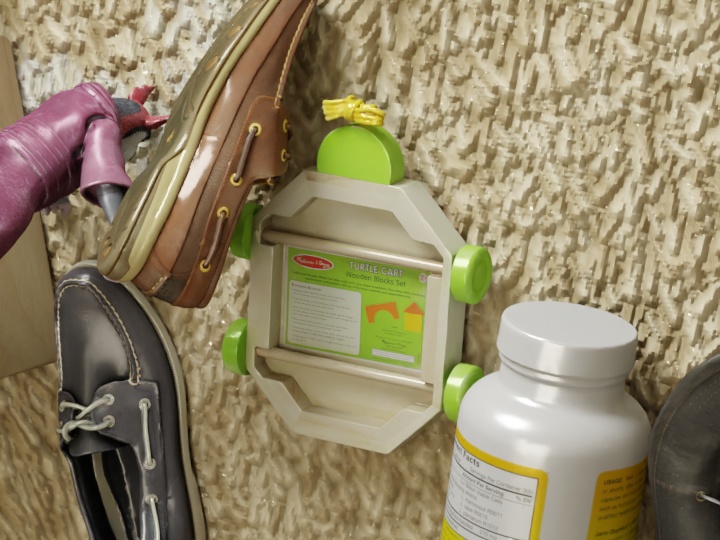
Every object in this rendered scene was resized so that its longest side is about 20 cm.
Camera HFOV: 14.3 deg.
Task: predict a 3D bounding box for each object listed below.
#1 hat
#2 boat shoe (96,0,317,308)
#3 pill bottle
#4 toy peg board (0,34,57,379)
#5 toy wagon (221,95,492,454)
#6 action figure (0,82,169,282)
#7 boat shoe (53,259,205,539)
[{"bbox_3d":[0.243,0.120,1.475,0.200,0.081,0.201,14,116,31],"label":"hat"},{"bbox_3d":[-0.072,-0.071,1.579,0.068,0.072,0.200,30,76,-13],"label":"boat shoe"},{"bbox_3d":[0.098,0.122,1.541,0.104,0.104,0.200,16,109,25],"label":"pill bottle"},{"bbox_3d":[-0.295,-0.022,1.685,0.098,0.199,0.200,0,103,45],"label":"toy peg board"},{"bbox_3d":[0.000,0.000,1.605,0.155,0.040,0.200,11,107,27],"label":"toy wagon"},{"bbox_3d":[-0.194,-0.061,1.619,0.134,0.200,0.149,15,135,50],"label":"action figure"},{"bbox_3d":[-0.144,0.094,1.695,0.073,0.063,0.200,-11,96,31],"label":"boat shoe"}]
